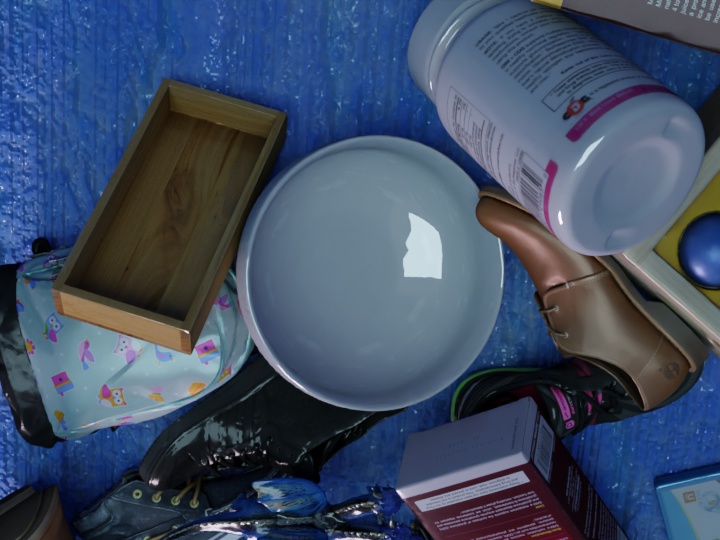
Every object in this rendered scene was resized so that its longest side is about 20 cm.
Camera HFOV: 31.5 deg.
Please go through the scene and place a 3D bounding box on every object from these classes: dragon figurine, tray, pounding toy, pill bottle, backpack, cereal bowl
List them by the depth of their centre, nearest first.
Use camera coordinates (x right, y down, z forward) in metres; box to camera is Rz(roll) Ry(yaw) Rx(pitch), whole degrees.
[{"bbox_3d":[0.120,-0.109,0.839,0.113,0.200,0.114,-20,134,-21],"label":"pill bottle"},{"bbox_3d":[0.301,-0.020,0.861,0.200,0.142,0.184,40,92,-5],"label":"pounding toy"},{"bbox_3d":[-0.131,-0.043,0.908,0.098,0.200,0.037,17,146,6],"label":"tray"},{"bbox_3d":[0.000,0.000,0.935,0.199,0.083,0.201,-2,94,-22],"label":"cereal bowl"},{"bbox_3d":[-0.056,0.185,0.941,0.199,0.099,0.059,3,73,-16],"label":"dragon figurine"},{"bbox_3d":[-0.174,0.049,0.971,0.199,0.127,0.167,-13,101,8],"label":"backpack"}]

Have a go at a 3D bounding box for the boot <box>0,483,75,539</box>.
[{"bbox_3d":[-0.239,0.253,1.011,0.077,0.200,0.156,-33,95,-22],"label":"boot"}]

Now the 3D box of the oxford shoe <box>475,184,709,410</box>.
[{"bbox_3d":[0.149,0.019,0.898,0.200,0.071,0.071,42,86,3],"label":"oxford shoe"}]

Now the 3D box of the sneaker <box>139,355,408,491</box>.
[{"bbox_3d":[-0.069,0.130,0.985,0.200,0.060,0.104,-40,68,-2],"label":"sneaker"}]

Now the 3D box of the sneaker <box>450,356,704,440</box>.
[{"bbox_3d":[0.165,0.097,0.960,0.199,0.084,0.077,-21,103,13],"label":"sneaker"}]

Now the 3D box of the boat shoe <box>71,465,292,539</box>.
[{"bbox_3d":[-0.142,0.190,1.036,0.200,0.071,0.091,-34,99,16],"label":"boat shoe"}]

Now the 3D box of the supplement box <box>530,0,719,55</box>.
[{"bbox_3d":[0.230,-0.248,0.822,0.199,0.133,0.198,16,108,2],"label":"supplement box"}]

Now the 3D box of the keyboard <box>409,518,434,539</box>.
[{"bbox_3d":[0.116,0.237,1.042,0.127,0.021,0.200,-23,101,13],"label":"keyboard"}]

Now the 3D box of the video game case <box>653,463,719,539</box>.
[{"bbox_3d":[0.346,0.208,1.003,0.199,0.018,0.144,-15,105,12],"label":"video game case"}]

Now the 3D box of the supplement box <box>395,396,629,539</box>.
[{"bbox_3d":[0.125,0.194,0.951,0.109,0.061,0.200,-21,119,28],"label":"supplement box"}]
